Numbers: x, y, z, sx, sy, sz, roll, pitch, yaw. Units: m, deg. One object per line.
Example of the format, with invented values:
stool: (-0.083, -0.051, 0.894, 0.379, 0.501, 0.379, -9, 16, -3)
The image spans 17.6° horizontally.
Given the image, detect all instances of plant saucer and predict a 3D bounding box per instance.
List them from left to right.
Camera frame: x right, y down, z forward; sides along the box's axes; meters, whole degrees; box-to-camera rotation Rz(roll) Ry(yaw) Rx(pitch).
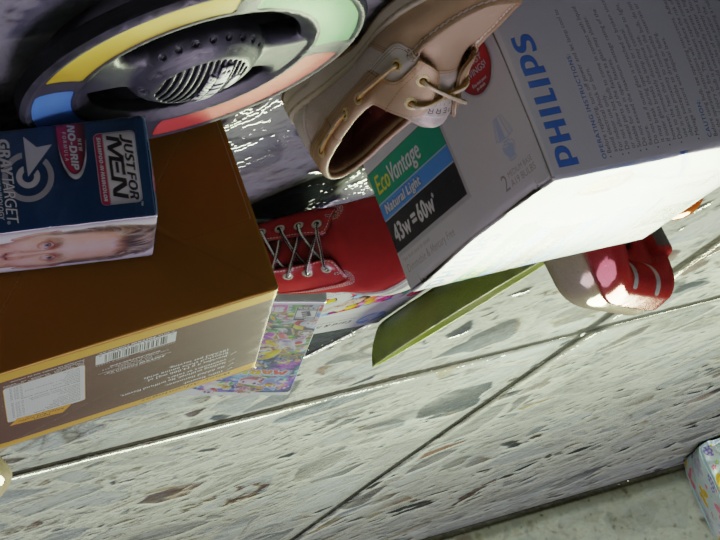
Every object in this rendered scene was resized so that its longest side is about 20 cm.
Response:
plant saucer: (0.088, 0.020, 2.010, 0.200, 0.031, 0.200, -32, 176, -3)

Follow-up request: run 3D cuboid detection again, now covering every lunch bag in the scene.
lunch bag: (0.648, 0.385, 3.981, 0.127, 0.200, 0.170, -18, 166, -6)

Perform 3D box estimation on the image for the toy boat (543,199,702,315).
toy boat: (0.206, -0.045, 1.800, 0.131, 0.131, 0.200, -32, 163, 20)

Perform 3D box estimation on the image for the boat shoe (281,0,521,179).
boat shoe: (0.033, -0.116, 1.385, 0.074, 0.069, 0.200, -8, 163, -40)

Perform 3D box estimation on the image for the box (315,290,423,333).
box: (0.000, 0.000, 1.868, 0.156, 0.041, 0.200, -9, 164, -37)

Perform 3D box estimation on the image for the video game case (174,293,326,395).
video game case: (-0.112, 0.057, 1.854, 0.143, 0.018, 0.200, 0, 156, -11)

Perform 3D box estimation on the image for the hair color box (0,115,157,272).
hair color box: (-0.215, -0.035, 1.295, 0.200, 0.061, 0.100, -7, 169, -8)

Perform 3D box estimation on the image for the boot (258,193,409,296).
boot: (-0.048, -0.011, 1.637, 0.144, 0.073, 0.200, -5, 176, -40)

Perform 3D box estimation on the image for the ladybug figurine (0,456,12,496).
ladybug figurine: (-0.352, 0.138, 1.698, 0.200, 0.072, 0.136, 24, 174, -29)

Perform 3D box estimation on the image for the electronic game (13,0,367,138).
electronic game: (-0.091, -0.116, 1.269, 0.200, 0.042, 0.200, -19, 166, -5)

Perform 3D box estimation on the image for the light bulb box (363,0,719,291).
light bulb box: (0.134, -0.092, 1.507, 0.200, 0.125, 0.198, -13, 165, -30)

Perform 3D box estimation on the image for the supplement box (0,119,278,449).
supplement box: (-0.169, 0.006, 1.448, 0.197, 0.133, 0.200, -17, 167, -11)

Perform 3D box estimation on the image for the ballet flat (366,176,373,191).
ballet flat: (0.069, -0.047, 1.721, 0.069, 0.070, 0.200, -24, 166, 20)
